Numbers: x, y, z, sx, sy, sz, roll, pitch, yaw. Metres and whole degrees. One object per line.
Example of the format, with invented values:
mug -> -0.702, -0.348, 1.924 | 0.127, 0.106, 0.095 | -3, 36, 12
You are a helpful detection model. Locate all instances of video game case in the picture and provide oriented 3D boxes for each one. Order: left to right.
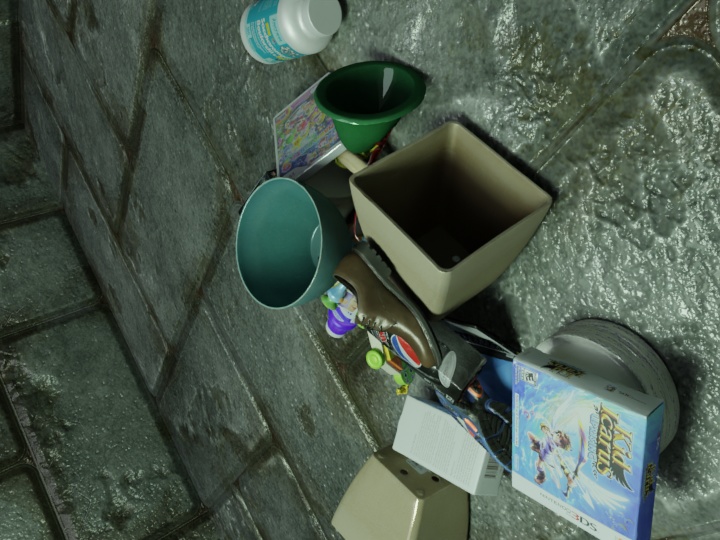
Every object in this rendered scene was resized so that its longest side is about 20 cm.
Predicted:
video game case -> -0.091, -0.237, 1.115 | 0.142, 0.018, 0.203 | -32, 45, 24
video game case -> 0.270, 0.219, 0.799 | 0.180, 0.045, 0.204 | 20, 123, 46

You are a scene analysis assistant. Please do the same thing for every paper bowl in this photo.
paper bowl -> 0.304, 0.177, 0.860 | 0.199, 0.103, 0.205 | 30, 131, 41

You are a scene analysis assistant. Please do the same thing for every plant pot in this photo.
plant pot -> -0.090, -0.041, 1.058 | 0.197, 0.133, 0.205 | -1, 88, 40
plant pot -> 0.090, 0.433, 1.219 | 0.199, 0.197, 0.181 | 33, 121, 39
plant pot -> 0.115, -0.051, 0.919 | 0.200, 0.198, 0.179 | 46, 153, 29

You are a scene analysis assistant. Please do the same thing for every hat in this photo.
hat -> 0.010, -0.200, 1.017 | 0.165, 0.199, 0.178 | 36, 148, 33

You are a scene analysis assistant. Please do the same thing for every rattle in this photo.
rattle -> 0.063, -0.169, 1.074 | 0.199, 0.143, 0.130 | 39, 170, 14

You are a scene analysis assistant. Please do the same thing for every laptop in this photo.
laptop -> 0.154, 0.157, 1.042 | 0.185, 0.199, 0.118 | 11, 74, 50

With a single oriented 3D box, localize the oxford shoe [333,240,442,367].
oxford shoe -> 0.035, 0.063, 0.902 | 0.201, 0.084, 0.073 | 50, 167, 11

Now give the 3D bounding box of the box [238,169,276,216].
box -> -0.193, -0.108, 1.439 | 0.200, 0.045, 0.161 | -38, 76, 54

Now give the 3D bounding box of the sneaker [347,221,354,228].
sneaker -> -0.026, -0.046, 1.153 | 0.199, 0.090, 0.079 | -40, 55, 22

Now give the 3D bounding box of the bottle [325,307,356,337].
bottle -> -0.018, 0.062, 1.271 | 0.084, 0.064, 0.201 | 57, 144, 20

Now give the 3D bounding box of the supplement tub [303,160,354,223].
supplement tub -> -0.090, -0.121, 1.207 | 0.146, 0.143, 0.201 | 55, 143, 18

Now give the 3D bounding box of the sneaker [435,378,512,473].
sneaker -> 0.190, 0.228, 1.007 | 0.201, 0.075, 0.079 | 50, 164, 16

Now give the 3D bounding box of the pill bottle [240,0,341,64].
pill bottle -> -0.117, -0.424, 1.115 | 0.198, 0.109, 0.113 | 10, 115, 51

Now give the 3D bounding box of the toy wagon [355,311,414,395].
toy wagon -> 0.063, 0.112, 1.108 | 0.039, 0.154, 0.204 | -8, 101, 37

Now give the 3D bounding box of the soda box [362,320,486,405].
soda box -> 0.090, 0.105, 0.980 | 0.199, 0.071, 0.064 | 39, 153, 18

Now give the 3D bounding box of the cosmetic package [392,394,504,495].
cosmetic package -> 0.154, 0.297, 1.120 | 0.198, 0.070, 0.104 | 16, 88, 49

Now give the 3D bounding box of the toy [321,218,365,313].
toy -> 0.000, 0.000, 1.120 | 0.200, 0.114, 0.048 | -47, 27, 31
